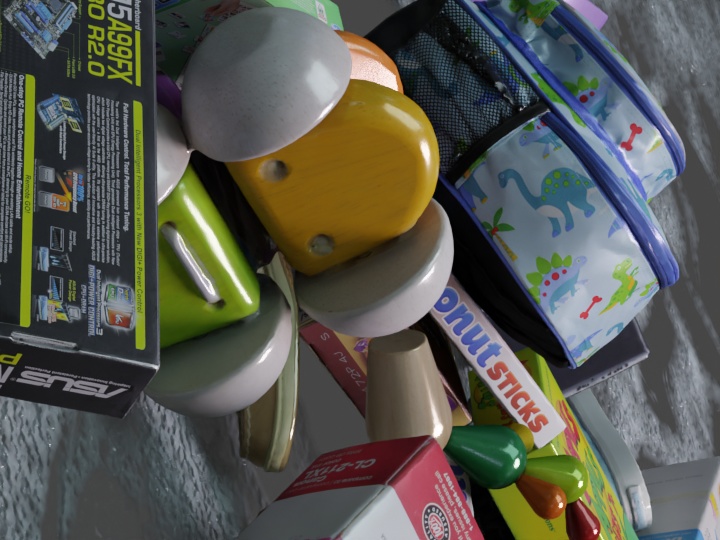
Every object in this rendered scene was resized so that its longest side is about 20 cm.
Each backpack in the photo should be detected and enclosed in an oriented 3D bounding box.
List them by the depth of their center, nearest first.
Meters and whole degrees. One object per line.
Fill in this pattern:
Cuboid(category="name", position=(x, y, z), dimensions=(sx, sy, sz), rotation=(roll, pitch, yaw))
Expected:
Cuboid(category="backpack", position=(0.095, -0.059, 1.264), dimensions=(0.200, 0.147, 0.183), rotation=(53, 2, 14))

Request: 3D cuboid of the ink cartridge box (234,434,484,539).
Cuboid(category="ink cartridge box", position=(-0.015, 0.192, 1.073), dimensions=(0.200, 0.083, 0.146), rotation=(-41, 112, -45))

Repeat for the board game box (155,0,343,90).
Cuboid(category="board game box", position=(-0.109, -0.124, 1.115), dimensions=(0.200, 0.134, 0.029), rotation=(26, 49, -62))

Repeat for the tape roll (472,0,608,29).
Cuboid(category="tape roll", position=(0.072, -0.207, 1.575), dimensions=(0.200, 0.066, 0.200), rotation=(36, 8, -6))

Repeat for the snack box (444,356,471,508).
Cuboid(category="snack box", position=(0.039, 0.152, 1.322), dimensions=(0.024, 0.072, 0.201), rotation=(10, 56, -24))

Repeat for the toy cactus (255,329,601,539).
Cuboid(category="toy cactus", position=(0.030, 0.109, 1.214), dimensions=(0.102, 0.199, 0.166), rotation=(-128, -152, -66))

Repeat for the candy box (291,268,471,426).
Cuboid(category="candy box", position=(0.000, 0.000, 1.326), dimensions=(0.117, 0.056, 0.200), rotation=(55, 14, -36))

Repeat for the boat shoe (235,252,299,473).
Cuboid(category="boat shoe", position=(-0.068, 0.011, 1.220), dimensions=(0.073, 0.063, 0.202), rotation=(110, -25, -71))

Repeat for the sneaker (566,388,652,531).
Cuboid(category="sneaker", position=(0.129, 0.127, 1.570), dimensions=(0.200, 0.081, 0.074), rotation=(-130, -153, -71))

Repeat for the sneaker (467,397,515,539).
Cuboid(category="sneaker", position=(0.069, 0.158, 1.415), dimensions=(0.112, 0.073, 0.200), rotation=(56, 18, -27))

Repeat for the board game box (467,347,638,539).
Cuboid(category="board game box", position=(0.128, 0.155, 1.372), dimensions=(0.102, 0.047, 0.201), rotation=(-91, 156, -58))

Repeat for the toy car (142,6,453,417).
Cuboid(category="toy car", position=(-0.063, -0.044, 1.101), dimensions=(0.175, 0.199, 0.150), rotation=(59, 7, -37))

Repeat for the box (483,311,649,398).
Cuboid(category="box", position=(0.094, -0.024, 1.505), dimensions=(0.148, 0.104, 0.201), rotation=(-116, -178, -79))

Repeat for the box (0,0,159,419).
Cuboid(category="box", position=(-0.163, -0.048, 0.934), dimensions=(0.159, 0.044, 0.201), rotation=(12, 54, -24))

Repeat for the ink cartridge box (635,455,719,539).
Cuboid(category="ink cartridge box", position=(0.198, 0.219, 1.577), dimensions=(0.200, 0.125, 0.129), rotation=(-47, 122, -66))

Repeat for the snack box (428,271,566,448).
Cuboid(category="snack box", position=(0.044, 0.013, 1.248), dimensions=(0.200, 0.024, 0.072), rotation=(52, 2, -35))
